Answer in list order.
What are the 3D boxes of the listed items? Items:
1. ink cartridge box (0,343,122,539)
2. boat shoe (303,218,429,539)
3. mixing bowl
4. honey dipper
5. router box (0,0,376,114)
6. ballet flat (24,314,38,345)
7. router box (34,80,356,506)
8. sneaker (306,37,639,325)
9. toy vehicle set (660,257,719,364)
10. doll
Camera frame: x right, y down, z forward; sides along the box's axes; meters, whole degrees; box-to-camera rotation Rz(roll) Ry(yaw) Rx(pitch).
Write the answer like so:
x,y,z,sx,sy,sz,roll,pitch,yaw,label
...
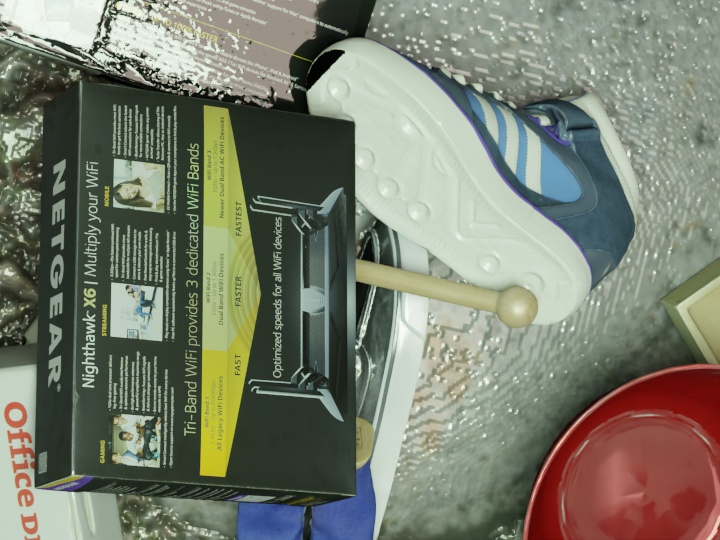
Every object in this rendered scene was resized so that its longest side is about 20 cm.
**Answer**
x,y,z,sx,sy,sz,roll,pitch,yaw,label
-0.232,0.120,1.252,0.200,0.083,0.147,-5,99,11,ink cartridge box
-0.010,0.060,1.338,0.068,0.072,0.200,9,103,-15,boat shoe
0.175,0.142,1.366,0.200,0.108,0.200,-2,99,-11,mixing bowl
0.000,0.000,1.291,0.200,0.038,0.038,13,95,20,honey dipper
-0.090,-0.165,1.294,0.200,0.051,0.149,19,91,-15,router box
-0.170,0.085,1.304,0.064,0.067,0.200,0,98,-7,ballet flat
-0.081,0.015,1.206,0.157,0.052,0.200,8,75,-29,router box
0.070,-0.073,1.323,0.200,0.146,0.081,44,129,-5,sneaker
0.280,0.066,1.423,0.124,0.027,0.200,-34,103,-6,toy vehicle set
-0.025,0.174,1.320,0.136,0.048,0.200,-3,124,-10,doll
